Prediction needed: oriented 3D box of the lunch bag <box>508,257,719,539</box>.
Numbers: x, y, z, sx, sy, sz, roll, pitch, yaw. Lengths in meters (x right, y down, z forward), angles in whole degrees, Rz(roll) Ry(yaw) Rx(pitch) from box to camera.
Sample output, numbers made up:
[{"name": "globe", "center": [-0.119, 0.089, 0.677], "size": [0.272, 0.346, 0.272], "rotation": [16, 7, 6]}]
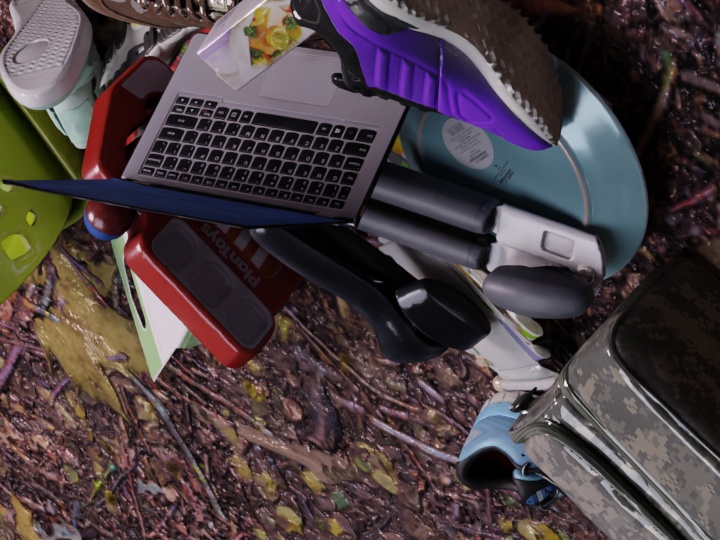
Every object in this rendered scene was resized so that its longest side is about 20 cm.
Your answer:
[{"name": "lunch bag", "center": [0.210, 0.122, 1.482], "size": [0.200, 0.139, 0.168], "rotation": [44, 137, 3]}]

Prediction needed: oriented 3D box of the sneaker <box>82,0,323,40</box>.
[{"name": "sneaker", "center": [-0.099, -0.196, 1.506], "size": [0.198, 0.076, 0.071], "rotation": [5, 98, 4]}]

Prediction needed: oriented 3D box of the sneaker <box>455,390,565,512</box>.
[{"name": "sneaker", "center": [0.155, 0.147, 1.621], "size": [0.199, 0.090, 0.079], "rotation": [1, 125, 42]}]

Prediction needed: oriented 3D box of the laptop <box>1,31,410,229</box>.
[{"name": "laptop", "center": [-0.090, -0.093, 1.422], "size": [0.186, 0.201, 0.116], "rotation": [11, 154, 29]}]

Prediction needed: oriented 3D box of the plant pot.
[{"name": "plant pot", "center": [-0.347, -0.067, 1.873], "size": [0.199, 0.181, 0.200], "rotation": [53, 144, -9]}]

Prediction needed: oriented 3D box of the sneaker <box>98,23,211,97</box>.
[{"name": "sneaker", "center": [-0.114, -0.176, 1.627], "size": [0.085, 0.077, 0.200], "rotation": [18, 141, -33]}]

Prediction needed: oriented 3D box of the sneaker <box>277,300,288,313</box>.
[{"name": "sneaker", "center": [-0.069, -0.037, 1.702], "size": [0.090, 0.067, 0.201], "rotation": [23, 135, 39]}]

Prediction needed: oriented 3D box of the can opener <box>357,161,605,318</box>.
[{"name": "can opener", "center": [0.065, -0.021, 1.459], "size": [0.199, 0.067, 0.054], "rotation": [19, 122, 20]}]

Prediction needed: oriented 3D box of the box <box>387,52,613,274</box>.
[{"name": "box", "center": [0.071, -0.094, 1.525], "size": [0.156, 0.041, 0.200], "rotation": [41, 143, 9]}]

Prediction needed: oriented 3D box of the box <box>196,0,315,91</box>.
[{"name": "box", "center": [-0.027, -0.178, 1.392], "size": [0.039, 0.042, 0.200], "rotation": [42, 134, -17]}]

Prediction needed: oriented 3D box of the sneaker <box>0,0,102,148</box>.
[{"name": "sneaker", "center": [-0.219, -0.140, 1.699], "size": [0.201, 0.073, 0.119], "rotation": [-104, -9, -64]}]

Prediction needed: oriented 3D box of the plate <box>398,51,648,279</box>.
[{"name": "plate", "center": [0.099, -0.067, 1.466], "size": [0.199, 0.026, 0.201], "rotation": [28, 141, 24]}]

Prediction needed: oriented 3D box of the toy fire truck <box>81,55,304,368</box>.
[{"name": "toy fire truck", "center": [-0.113, -0.049, 1.560], "size": [0.200, 0.168, 0.112], "rotation": [47, 133, -10]}]

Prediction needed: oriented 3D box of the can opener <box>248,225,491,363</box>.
[{"name": "can opener", "center": [0.000, 0.000, 1.541], "size": [0.200, 0.064, 0.079], "rotation": [34, 123, -26]}]

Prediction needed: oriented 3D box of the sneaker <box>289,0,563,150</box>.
[{"name": "sneaker", "center": [0.037, -0.131, 1.358], "size": [0.099, 0.070, 0.200], "rotation": [-26, 132, 37]}]

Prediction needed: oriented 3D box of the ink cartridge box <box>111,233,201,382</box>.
[{"name": "ink cartridge box", "center": [-0.147, -0.009, 1.734], "size": [0.200, 0.048, 0.146], "rotation": [125, 129, -69]}]

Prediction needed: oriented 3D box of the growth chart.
[{"name": "growth chart", "center": [0.075, 0.019, 1.585], "size": [0.200, 0.018, 0.145], "rotation": [50, 161, -17]}]
